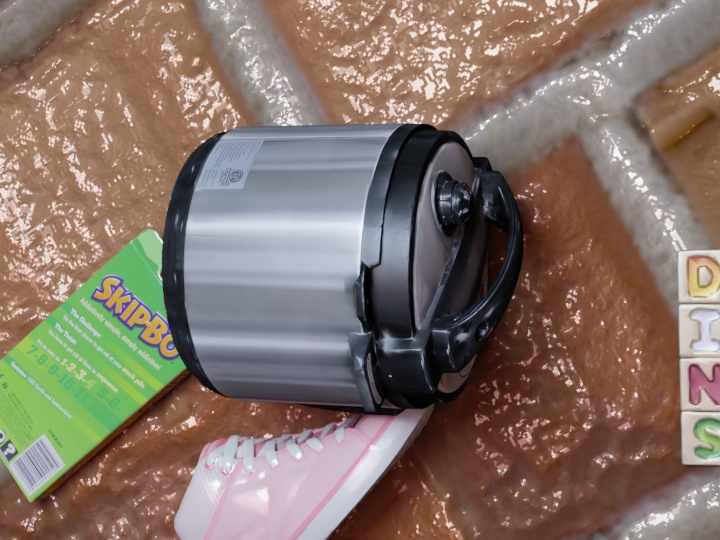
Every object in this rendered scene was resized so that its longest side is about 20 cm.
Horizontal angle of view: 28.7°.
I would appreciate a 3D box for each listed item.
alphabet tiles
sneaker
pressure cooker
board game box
[{"bbox_3d":[0.277,0.052,0.852,0.165,0.006,0.202,-1,90,19],"label":"alphabet tiles"},{"bbox_3d":[-0.047,0.130,0.927,0.105,0.075,0.200,44,108,8],"label":"sneaker"},{"bbox_3d":[-0.001,-0.002,0.855,0.198,0.178,0.178,0,85,21],"label":"pressure cooker"},{"bbox_3d":[-0.188,0.067,1.001,0.200,0.030,0.096,-41,79,18],"label":"board game box"}]
